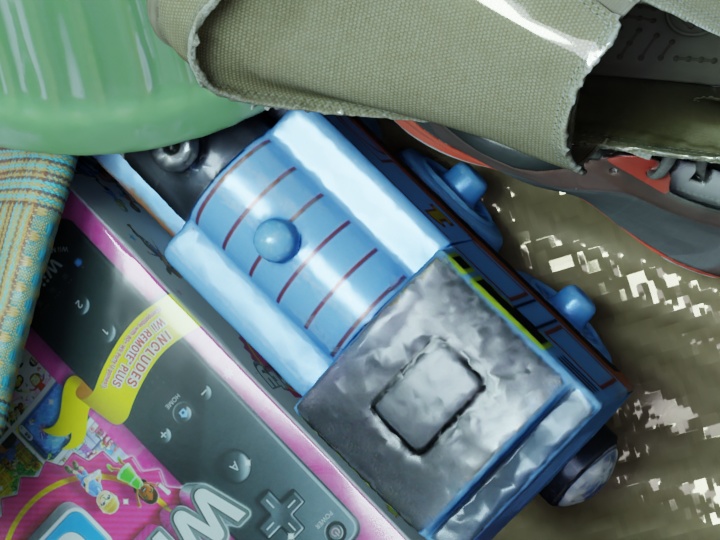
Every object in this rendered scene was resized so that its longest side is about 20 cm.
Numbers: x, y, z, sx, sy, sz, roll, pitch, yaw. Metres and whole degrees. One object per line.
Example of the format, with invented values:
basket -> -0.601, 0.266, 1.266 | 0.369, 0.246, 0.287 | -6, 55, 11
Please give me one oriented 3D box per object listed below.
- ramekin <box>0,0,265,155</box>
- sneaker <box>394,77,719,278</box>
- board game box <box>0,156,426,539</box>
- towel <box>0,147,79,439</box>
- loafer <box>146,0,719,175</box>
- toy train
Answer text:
ramekin -> -0.081, -0.143, 0.801 | 0.200, 0.098, 0.200 | -2, 59, 4
sneaker -> 0.099, -0.037, 0.818 | 0.200, 0.082, 0.077 | 14, 94, -4
board game box -> -0.083, 0.073, 0.893 | 0.200, 0.064, 0.148 | 45, 102, 9
towel -> -0.153, -0.015, 0.871 | 0.147, 0.022, 0.200 | 3, 73, 39
loafer -> 0.043, -0.067, 0.731 | 0.200, 0.076, 0.068 | -1, 48, -9
toy train -> 0.000, 0.000, 0.842 | 0.200, 0.114, 0.087 | 45, 101, 9
